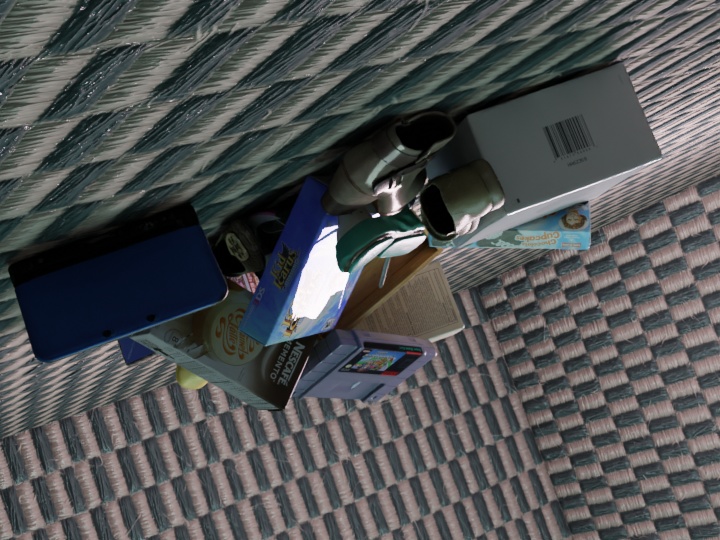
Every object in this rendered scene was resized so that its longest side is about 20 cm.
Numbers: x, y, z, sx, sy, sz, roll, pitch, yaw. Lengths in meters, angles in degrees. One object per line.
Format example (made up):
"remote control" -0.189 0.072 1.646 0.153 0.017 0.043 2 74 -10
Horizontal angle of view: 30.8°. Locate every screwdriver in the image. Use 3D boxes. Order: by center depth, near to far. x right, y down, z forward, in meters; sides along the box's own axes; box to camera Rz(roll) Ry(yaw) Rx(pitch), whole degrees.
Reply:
"screwdriver" 0.043 -0.054 1.579 0.028 0.029 0.200 4 -138 13

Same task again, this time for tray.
"tray" 0.000 0.000 1.676 0.200 0.099 0.037 -41 -149 -2

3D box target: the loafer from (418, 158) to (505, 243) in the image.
"loafer" 0.095 -0.074 1.436 0.067 0.076 0.200 -22 173 -15

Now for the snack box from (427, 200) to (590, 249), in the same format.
"snack box" 0.188 -0.080 1.648 0.200 0.116 0.037 1 137 7

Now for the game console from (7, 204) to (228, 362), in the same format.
"game console" -0.250 0.020 1.359 0.200 0.119 0.171 -19 174 -11

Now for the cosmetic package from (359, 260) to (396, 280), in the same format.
"cosmetic package" -0.023 -0.023 1.802 0.090 0.107 0.200 -20 172 -11

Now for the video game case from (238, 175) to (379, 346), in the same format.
"video game case" -0.046 -0.014 1.541 0.181 0.045 0.200 -7 125 -65

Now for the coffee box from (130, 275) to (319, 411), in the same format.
"coffee box" -0.167 0.079 1.619 0.200 0.115 0.080 32 160 -21

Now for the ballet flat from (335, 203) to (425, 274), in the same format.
"ballet flat" 0.009 -0.043 1.470 0.067 0.070 0.200 -43 170 23

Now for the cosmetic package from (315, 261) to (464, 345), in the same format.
"cosmetic package" 0.030 0.070 1.814 0.200 0.104 0.073 -18 172 -11

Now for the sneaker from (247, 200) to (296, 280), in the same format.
"sneaker" -0.092 -0.029 1.597 0.080 0.086 0.200 -20 174 -15

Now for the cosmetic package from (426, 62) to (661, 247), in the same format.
"cosmetic package" 0.202 -0.129 1.511 0.199 0.123 0.200 -20 174 -15

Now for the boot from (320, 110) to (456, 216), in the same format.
"boot" 0.049 -0.119 1.395 0.146 0.070 0.200 -39 173 40

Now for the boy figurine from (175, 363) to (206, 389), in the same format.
"boy figurine" -0.166 0.110 1.757 0.200 0.065 0.124 -12 -163 -36

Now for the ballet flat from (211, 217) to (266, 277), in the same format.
"ballet flat" -0.156 -0.020 1.584 0.046 0.067 0.200 -27 -178 -16

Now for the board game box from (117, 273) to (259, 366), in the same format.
"board game box" -0.225 0.052 1.827 0.159 0.097 0.200 -23 173 28

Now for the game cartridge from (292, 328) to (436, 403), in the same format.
"game cartridge" -0.002 0.128 1.729 0.130 0.038 0.200 -37 152 31
